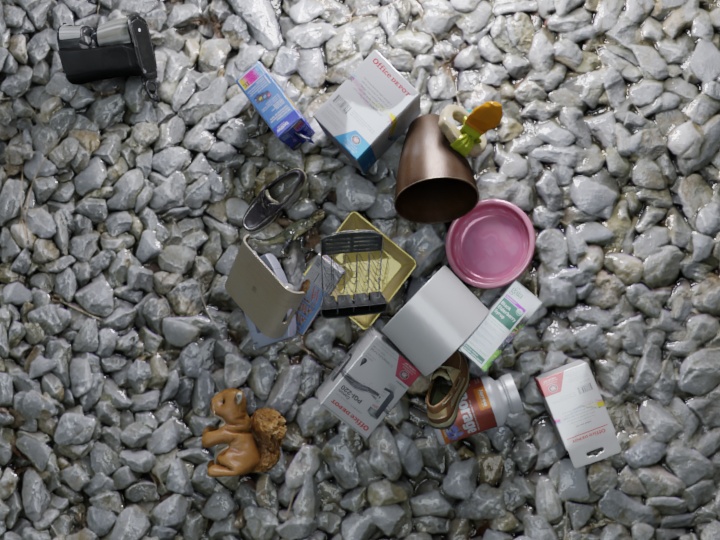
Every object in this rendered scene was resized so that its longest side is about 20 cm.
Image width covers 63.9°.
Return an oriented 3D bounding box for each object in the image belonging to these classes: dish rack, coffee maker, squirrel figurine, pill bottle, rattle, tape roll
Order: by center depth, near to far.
[{"bbox_3d":[0.257,-0.339,1.235,0.130,0.199,0.144,39,131,14],"label":"rattle"},{"bbox_3d":[-0.016,0.007,1.240,0.150,0.055,0.203,-6,128,-9],"label":"dish rack"},{"bbox_3d":[0.161,0.109,1.250,0.203,0.203,0.139,-45,83,3],"label":"tape roll"},{"bbox_3d":[0.251,0.301,1.276,0.197,0.112,0.114,-21,85,5],"label":"pill bottle"},{"bbox_3d":[-0.269,0.370,1.341,0.196,0.142,0.190,0,77,-7],"label":"squirrel figurine"},{"bbox_3d":[-0.612,-0.507,1.400,0.196,0.135,0.196,-6,88,7],"label":"coffee maker"}]

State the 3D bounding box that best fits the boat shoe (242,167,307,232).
[{"bbox_3d":[-0.211,-0.171,1.373,0.199,0.065,0.072,-40,85,4],"label":"boat shoe"}]

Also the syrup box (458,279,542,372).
[{"bbox_3d":[0.308,0.121,1.293,0.078,0.081,0.201,40,94,5],"label":"syrup box"}]

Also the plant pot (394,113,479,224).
[{"bbox_3d":[0.161,-0.238,1.286,0.183,0.188,0.203,-5,64,6],"label":"plant pot"}]

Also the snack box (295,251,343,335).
[{"bbox_3d":[-0.111,0.056,1.330,0.072,0.024,0.201,37,118,7],"label":"snack box"}]

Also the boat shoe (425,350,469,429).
[{"bbox_3d":[0.185,0.240,1.232,0.074,0.201,0.075,-7,125,24],"label":"boat shoe"}]

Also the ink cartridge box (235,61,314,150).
[{"bbox_3d":[-0.186,-0.365,1.342,0.076,0.136,0.201,-36,84,7],"label":"ink cartridge box"}]

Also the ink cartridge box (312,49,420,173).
[{"bbox_3d":[0.021,-0.355,1.313,0.200,0.146,0.147,-45,83,3],"label":"ink cartridge box"}]

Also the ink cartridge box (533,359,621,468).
[{"bbox_3d":[0.477,0.315,1.272,0.115,0.067,0.203,-21,84,6],"label":"ink cartridge box"}]

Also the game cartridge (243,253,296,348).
[{"bbox_3d":[-0.221,0.071,1.357,0.131,0.041,0.204,-18,85,25],"label":"game cartridge"}]

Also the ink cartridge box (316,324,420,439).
[{"bbox_3d":[0.017,0.252,1.301,0.145,0.085,0.201,39,94,-14],"label":"ink cartridge box"}]

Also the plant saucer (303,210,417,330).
[{"bbox_3d":[0.000,0.000,1.351,0.199,0.048,0.201,39,92,6],"label":"plant saucer"}]

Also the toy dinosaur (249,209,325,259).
[{"bbox_3d":[-0.162,-0.075,1.375,0.197,0.047,0.089,-23,71,6],"label":"toy dinosaur"}]

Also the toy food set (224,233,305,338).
[{"bbox_3d":[-0.221,0.036,1.310,0.200,0.060,0.144,45,125,20],"label":"toy food set"}]

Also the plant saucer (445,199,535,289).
[{"bbox_3d":[0.292,-0.057,1.297,0.197,0.051,0.205,-5,76,22],"label":"plant saucer"}]
